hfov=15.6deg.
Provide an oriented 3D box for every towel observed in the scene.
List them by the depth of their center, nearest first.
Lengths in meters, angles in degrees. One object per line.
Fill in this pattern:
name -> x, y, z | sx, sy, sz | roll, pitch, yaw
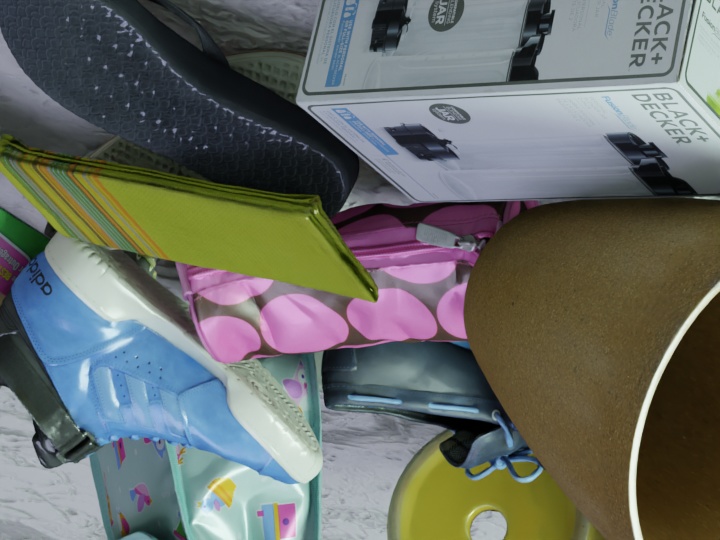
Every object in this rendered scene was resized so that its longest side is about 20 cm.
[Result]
towel -> -0.088, -0.026, 1.304 | 0.199, 0.018, 0.086 | 12, 157, 32

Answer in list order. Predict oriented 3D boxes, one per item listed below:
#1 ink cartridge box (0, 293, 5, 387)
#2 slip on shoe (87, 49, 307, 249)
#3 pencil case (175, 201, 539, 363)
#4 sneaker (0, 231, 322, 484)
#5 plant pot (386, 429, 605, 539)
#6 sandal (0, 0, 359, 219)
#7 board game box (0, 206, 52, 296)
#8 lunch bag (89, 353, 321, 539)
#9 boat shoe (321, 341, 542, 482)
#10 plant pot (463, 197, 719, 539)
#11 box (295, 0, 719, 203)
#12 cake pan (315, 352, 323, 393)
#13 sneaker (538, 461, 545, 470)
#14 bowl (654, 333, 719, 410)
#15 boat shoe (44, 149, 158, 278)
ink cartridge box -> -0.324, 0.001, 1.603 | 0.199, 0.076, 0.164 | 29, 170, -36
slip on shoe -> -0.074, -0.066, 1.345 | 0.061, 0.074, 0.200 | -27, 180, -42
pencil case -> 0.000, 0.000, 1.366 | 0.199, 0.092, 0.094 | -8, 177, 21
sneaker -> -0.122, 0.075, 1.441 | 0.200, 0.111, 0.077 | 40, -169, -21
plant pot -> 0.099, 0.182, 1.654 | 0.199, 0.202, 0.189 | 7, 162, 19
sandal -> -0.090, -0.091, 1.264 | 0.199, 0.043, 0.076 | 34, 136, -8
board game box -> -0.269, -0.056, 1.439 | 0.153, 0.040, 0.200 | 28, 175, 46
lunch bag -> -0.090, 0.141, 1.554 | 0.121, 0.202, 0.170 | -3, 167, -21
boat shoe -> 0.062, 0.085, 1.518 | 0.199, 0.069, 0.084 | 19, 159, -14
plant pot -> 0.139, 0.042, 1.220 | 0.186, 0.187, 0.200 | 30, 179, -37
box -> 0.085, -0.082, 1.184 | 0.199, 0.061, 0.117 | 0, 156, 33
cake pan -> 0.013, 0.037, 1.578 | 0.199, 0.037, 0.200 | 12, 159, 5
sneaker -> 0.103, 0.049, 1.441 | 0.199, 0.113, 0.073 | 27, 156, -31
bowl -> 0.231, 0.066, 1.370 | 0.199, 0.075, 0.199 | 15, 170, 36
boat shoe -> -0.153, -0.009, 1.536 | 0.072, 0.061, 0.202 | 17, 160, -6
